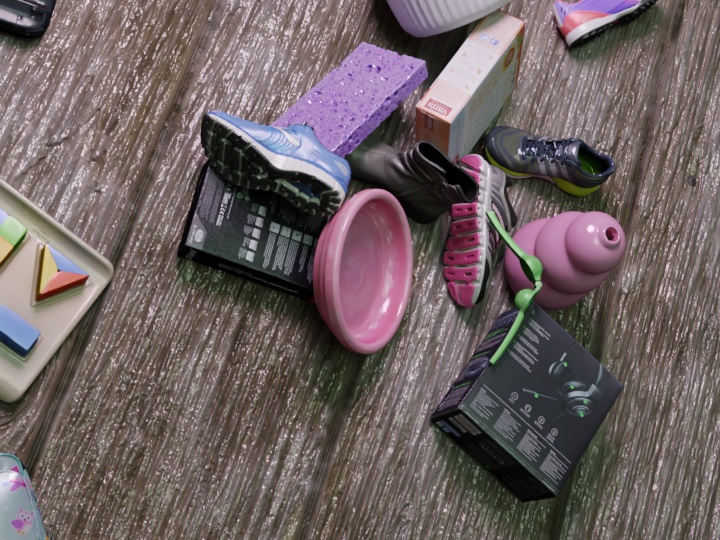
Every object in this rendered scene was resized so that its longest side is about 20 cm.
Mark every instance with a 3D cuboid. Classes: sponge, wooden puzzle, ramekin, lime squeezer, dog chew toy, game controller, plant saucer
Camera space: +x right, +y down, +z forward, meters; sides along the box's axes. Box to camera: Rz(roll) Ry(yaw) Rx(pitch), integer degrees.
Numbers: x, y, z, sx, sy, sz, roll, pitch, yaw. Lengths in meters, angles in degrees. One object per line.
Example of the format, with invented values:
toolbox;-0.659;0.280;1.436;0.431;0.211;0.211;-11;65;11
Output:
sponge;-0.016;-0.217;1.516;0.111;0.030;0.200;25;59;34
wooden puzzle;-0.404;0.017;1.320;0.185;0.046;0.201;38;66;-10
ramekin;0.124;-0.394;1.568;0.200;0.200;0.106;-35;112;-26
lime squeezer;0.196;0.020;1.477;0.070;0.038;0.202;6;72;-15
dog chew toy;0.272;-0.021;1.527;0.123;0.200;0.126;6;74;-20
game controller;-0.464;-0.349;1.401;0.198;0.042;0.105;17;56;-19
plant saucer;0.000;0.000;1.444;0.200;0.050;0.203;-15;107;-60

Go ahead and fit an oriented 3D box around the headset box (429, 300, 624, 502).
headset box;0.219;0.164;1.516;0.174;0.093;0.200;41;65;-7

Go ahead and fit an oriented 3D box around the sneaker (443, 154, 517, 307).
sneaker;0.166;-0.050;1.560;0.087;0.073;0.202;9;82;-38

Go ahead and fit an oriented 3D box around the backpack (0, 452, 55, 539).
backpack;-0.399;0.303;1.194;0.175;0.153;0.202;-17;90;-31

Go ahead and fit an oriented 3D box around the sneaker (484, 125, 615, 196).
sneaker;0.265;-0.163;1.627;0.198;0.081;0.075;12;72;-20

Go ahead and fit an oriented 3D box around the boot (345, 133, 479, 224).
boot;0.055;-0.144;1.507;0.199;0.131;0.068;35;66;-11

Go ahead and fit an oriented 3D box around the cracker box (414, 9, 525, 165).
cracker box;0.144;-0.233;1.562;0.057;0.134;0.201;28;63;16

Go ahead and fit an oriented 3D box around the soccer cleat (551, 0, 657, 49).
soccer cleat;0.373;-0.399;1.745;0.199;0.068;0.074;-28;84;-24

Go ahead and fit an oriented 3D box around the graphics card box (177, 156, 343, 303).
graphics card box;-0.116;-0.048;1.455;0.199;0.051;0.127;19;69;-18

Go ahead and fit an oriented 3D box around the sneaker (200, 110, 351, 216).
sneaker;-0.101;-0.140;1.419;0.199;0.079;0.089;27;44;3
